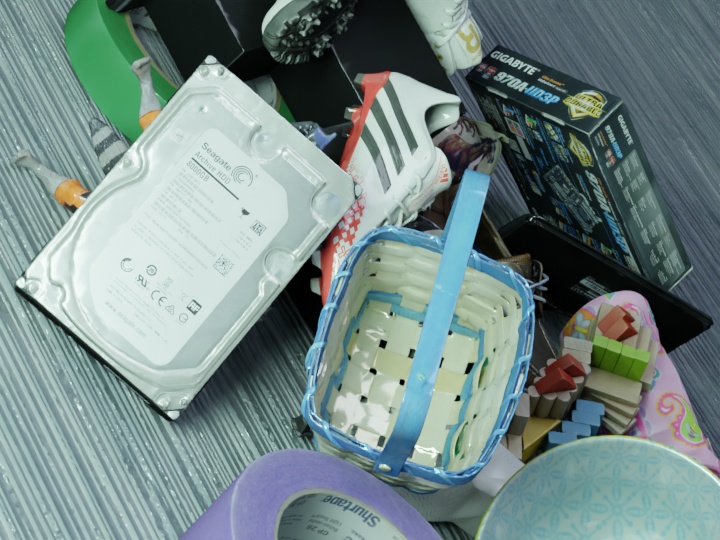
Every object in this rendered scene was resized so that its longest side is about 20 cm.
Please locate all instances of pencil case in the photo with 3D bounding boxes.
[{"bbox_3d":[0.024,-0.130,1.907,0.199,0.090,0.078,32,9,-19],"label":"pencil case"},{"bbox_3d":[0.227,0.113,1.846,0.087,0.087,0.201,19,36,-37],"label":"pencil case"}]

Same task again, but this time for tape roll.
[{"bbox_3d":[-0.134,-0.155,1.784,0.200,0.048,0.201,31,32,-22],"label":"tape roll"},{"bbox_3d":[-0.022,0.213,1.407,0.199,0.085,0.201,32,30,-21],"label":"tape roll"}]

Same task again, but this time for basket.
[{"bbox_3d":[0.041,0.047,1.470,0.138,0.200,0.178,17,69,4],"label":"basket"}]

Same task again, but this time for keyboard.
[{"bbox_3d":[0.192,0.007,1.921,0.199,0.104,0.040,30,52,-21],"label":"keyboard"}]

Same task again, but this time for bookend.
[{"bbox_3d":[-0.054,-0.162,1.745,0.198,0.092,0.201,-24,82,-44],"label":"bookend"}]

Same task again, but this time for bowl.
[{"bbox_3d":[0.173,0.226,1.588,0.201,0.199,0.108,56,-12,22],"label":"bowl"}]

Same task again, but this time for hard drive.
[{"bbox_3d":[-0.111,-0.021,1.508,0.140,0.200,0.038,41,-12,-5],"label":"hard drive"}]

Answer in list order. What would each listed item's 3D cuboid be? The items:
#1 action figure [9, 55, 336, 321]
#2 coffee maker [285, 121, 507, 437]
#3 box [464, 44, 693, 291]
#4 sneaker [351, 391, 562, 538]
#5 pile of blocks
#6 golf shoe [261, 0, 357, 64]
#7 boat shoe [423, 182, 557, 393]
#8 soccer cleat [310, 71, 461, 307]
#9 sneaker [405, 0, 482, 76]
[{"bbox_3d":[-0.115,-0.049,1.590,0.194,0.199,0.105,53,-11,3],"label":"action figure"},{"bbox_3d":[0.000,0.000,1.662,0.191,0.135,0.201,-2,51,-50],"label":"coffee maker"},{"bbox_3d":[0.183,-0.082,1.929,0.159,0.046,0.201,31,-23,47],"label":"box"},{"bbox_3d":[0.060,0.132,1.641,0.200,0.075,0.089,36,23,-33],"label":"sneaker"},{"bbox_3d":[0.170,0.088,1.753,0.082,0.062,0.200,36,51,18],"label":"pile of blocks"},{"bbox_3d":[-0.034,-0.227,1.695,0.094,0.078,0.200,33,47,7],"label":"golf shoe"},{"bbox_3d":[0.109,0.018,1.837,0.201,0.072,0.072,54,30,17],"label":"boat shoe"},{"bbox_3d":[0.018,-0.054,1.599,0.084,0.069,0.201,11,55,5],"label":"soccer cleat"},{"bbox_3d":[0.075,-0.218,1.811,0.116,0.199,0.074,51,57,-15],"label":"sneaker"}]
